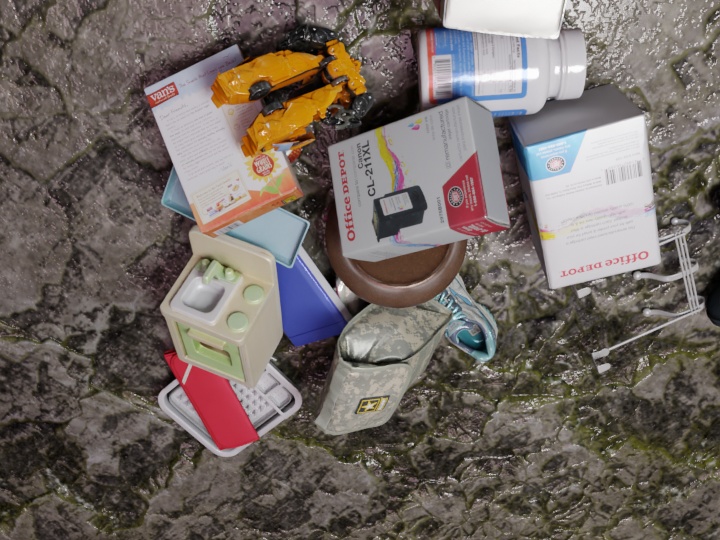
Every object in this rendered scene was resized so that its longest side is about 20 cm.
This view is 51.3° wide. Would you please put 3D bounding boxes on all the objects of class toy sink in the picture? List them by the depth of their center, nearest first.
[{"bbox_3d":[-0.191,0.057,1.040,0.129,0.113,0.201,19,145,11],"label":"toy sink"}]

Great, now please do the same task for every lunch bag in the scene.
[{"bbox_3d":[0.022,0.131,1.047,0.117,0.200,0.165,37,137,16],"label":"lunch bag"}]

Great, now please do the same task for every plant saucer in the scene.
[{"bbox_3d":[-0.165,-0.077,0.996,0.198,0.019,0.071,26,108,1],"label":"plant saucer"},{"bbox_3d":[0.050,-0.052,1.012,0.197,0.035,0.204,0,81,-3],"label":"plant saucer"}]

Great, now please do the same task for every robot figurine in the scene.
[{"bbox_3d":[-0.077,-0.220,0.918,0.146,0.199,0.058,59,146,1],"label":"robot figurine"}]

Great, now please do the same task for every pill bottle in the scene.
[{"bbox_3d":[0.170,-0.247,0.925,0.196,0.113,0.114,-3,118,3],"label":"pill bottle"}]

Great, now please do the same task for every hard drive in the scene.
[{"bbox_3d":[-0.108,0.016,1.078,0.131,0.025,0.201,-20,112,45],"label":"hard drive"}]

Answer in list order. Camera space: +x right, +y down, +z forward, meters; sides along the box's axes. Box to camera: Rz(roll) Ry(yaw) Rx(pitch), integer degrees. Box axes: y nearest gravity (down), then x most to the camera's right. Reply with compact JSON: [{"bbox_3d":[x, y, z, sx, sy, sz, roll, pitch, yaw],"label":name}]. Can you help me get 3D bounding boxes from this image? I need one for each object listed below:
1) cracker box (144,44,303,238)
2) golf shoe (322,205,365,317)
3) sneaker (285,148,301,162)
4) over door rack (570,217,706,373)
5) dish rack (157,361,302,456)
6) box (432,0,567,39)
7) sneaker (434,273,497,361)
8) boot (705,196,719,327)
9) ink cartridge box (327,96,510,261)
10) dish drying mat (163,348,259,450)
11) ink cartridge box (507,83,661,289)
[{"bbox_3d":[-0.172,-0.162,0.949,0.132,0.058,0.203,-23,84,3],"label":"cracker box"},{"bbox_3d":[0.000,0.000,1.085,0.090,0.076,0.203,-8,119,1],"label":"golf shoe"},{"bbox_3d":[-0.168,-0.140,1.029,0.199,0.073,0.078,-35,87,17],"label":"sneaker"},{"bbox_3d":[0.393,0.029,1.079,0.198,0.067,0.149,-29,116,-7],"label":"over door rack"},{"bbox_3d":[-0.209,0.199,1.212,0.199,0.044,0.172,-38,111,19],"label":"dish rack"},{"bbox_3d":[0.150,-0.334,0.829,0.126,0.201,0.111,6,118,-1],"label":"box"},{"bbox_3d":[0.134,0.056,1.100,0.199,0.087,0.078,40,112,-17],"label":"sneaker"},{"bbox_3d":[0.534,-0.038,1.040,0.200,0.077,0.168,-41,113,13],"label":"boot"},{"bbox_3d":[0.067,-0.103,0.913,0.198,0.082,0.148,-14,80,31],"label":"ink cartridge box"},{"bbox_3d":[-0.233,0.201,1.180,0.076,0.018,0.202,-18,116,11],"label":"dish drying mat"},{"bbox_3d":[0.287,-0.109,0.973,0.144,0.147,0.203,-13,117,8],"label":"ink cartridge box"}]
